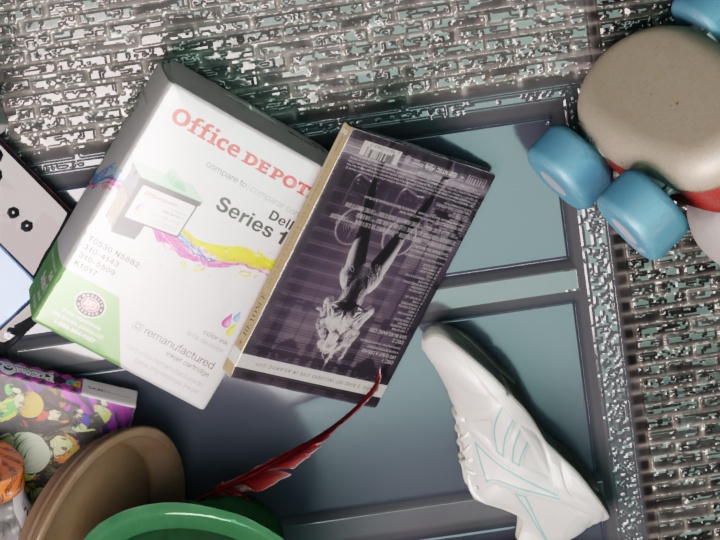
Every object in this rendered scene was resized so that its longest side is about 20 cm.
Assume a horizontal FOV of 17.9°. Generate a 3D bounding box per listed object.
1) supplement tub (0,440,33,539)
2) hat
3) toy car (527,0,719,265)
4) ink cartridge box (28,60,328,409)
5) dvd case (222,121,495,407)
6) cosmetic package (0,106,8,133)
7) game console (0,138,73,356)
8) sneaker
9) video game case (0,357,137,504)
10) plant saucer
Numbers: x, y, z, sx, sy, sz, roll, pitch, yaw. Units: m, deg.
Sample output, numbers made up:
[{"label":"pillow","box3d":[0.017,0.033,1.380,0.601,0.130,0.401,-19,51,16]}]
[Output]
[{"label":"supplement tub","box3d":[-0.298,0.225,1.642,0.122,0.123,0.201,9,109,-3]},{"label":"hat","box3d":[-0.097,0.176,1.675,0.199,0.176,0.166,7,129,1]},{"label":"toy car","box3d":[0.258,-0.067,1.633,0.184,0.177,0.200,-45,129,-5]},{"label":"ink cartridge box","box3d":[-0.127,-0.027,1.640,0.144,0.084,0.200,29,99,-15]},{"label":"dvd case","box3d":[0.000,0.000,1.648,0.148,0.016,0.201,15,107,-43]},{"label":"cosmetic package","box3d":[-0.375,-0.140,1.560,0.166,0.167,0.200,-32,90,6]},{"label":"game console","box3d":[-0.313,-0.010,1.679,0.200,0.031,0.177,-42,100,9]},{"label":"sneaker","box3d":[0.100,0.128,1.698,0.080,0.070,0.200,-36,102,10]},{"label":"video game case","box3d":[-0.277,0.163,1.706,0.181,0.036,0.201,15,107,-9]},{"label":"plant saucer","box3d":[-0.194,0.204,1.660,0.029,0.200,0.201,18,104,25]}]
